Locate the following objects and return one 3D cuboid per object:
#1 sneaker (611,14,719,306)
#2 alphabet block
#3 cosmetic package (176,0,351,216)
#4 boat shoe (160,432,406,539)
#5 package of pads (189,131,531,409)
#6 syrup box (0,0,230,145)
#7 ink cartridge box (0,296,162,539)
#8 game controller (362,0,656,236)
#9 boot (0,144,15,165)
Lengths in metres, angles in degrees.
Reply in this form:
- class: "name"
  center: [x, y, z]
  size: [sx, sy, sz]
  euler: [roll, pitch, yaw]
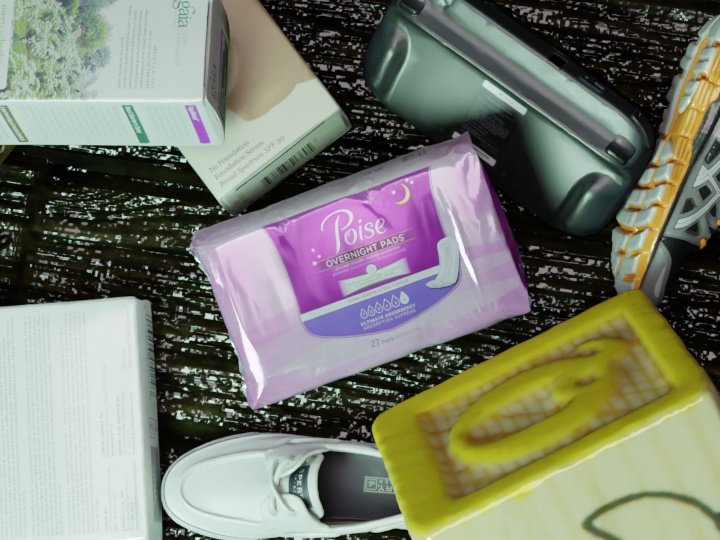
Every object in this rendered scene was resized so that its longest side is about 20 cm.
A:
- class: "sneaker"
  center: [0.222, -0.061, 1.628]
  size: [0.077, 0.078, 0.200]
  euler: [24, 92, -12]
- class: "alphabet block"
  center: [0.141, 0.160, 1.507]
  size: [0.195, 0.196, 0.200]
  euler: [-28, 109, 0]
- class: "cosmetic package"
  center: [-0.106, -0.147, 1.672]
  size: [0.105, 0.071, 0.200]
  euler: [-38, 80, 0]
- class: "boat shoe"
  center: [-0.032, 0.135, 1.626]
  size: [0.199, 0.065, 0.074]
  euler: [-5, 82, 5]
- class: "package of pads"
  center: [0.000, 0.000, 1.630]
  size: [0.200, 0.076, 0.121]
  euler: [-20, 97, 4]
- class: "syrup box"
  center: [-0.184, -0.127, 1.594]
  size: [0.199, 0.081, 0.079]
  euler: [0, 71, 5]
- class: "ink cartridge box"
  center: [-0.233, 0.104, 1.664]
  size: [0.199, 0.050, 0.161]
  euler: [-5, 82, 9]
- class: "game controller"
  center: [0.093, -0.108, 1.647]
  size: [0.200, 0.042, 0.104]
  euler: [37, 130, 10]
- class: "boot"
  center: [-0.244, -0.095, 1.665]
  size: [0.074, 0.075, 0.200]
  euler: [31, 90, -27]
